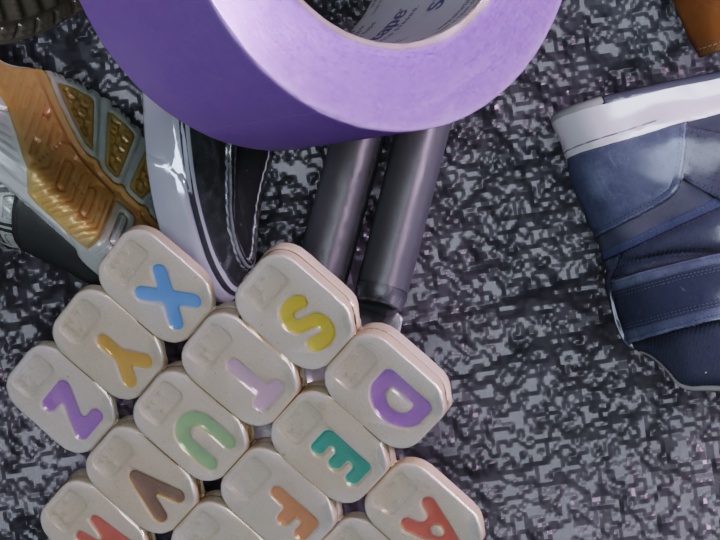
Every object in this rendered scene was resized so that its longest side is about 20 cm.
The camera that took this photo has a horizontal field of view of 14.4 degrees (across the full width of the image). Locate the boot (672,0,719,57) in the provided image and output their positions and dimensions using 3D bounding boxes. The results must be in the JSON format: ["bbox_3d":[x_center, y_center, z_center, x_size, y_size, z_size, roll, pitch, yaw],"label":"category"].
[{"bbox_3d":[0.194,-0.191,1.191,0.200,0.077,0.156,-25,94,5],"label":"boot"}]

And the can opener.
[{"bbox_3d":[0.000,0.000,1.228,0.053,0.067,0.200,14,84,9],"label":"can opener"}]

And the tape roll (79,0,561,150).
[{"bbox_3d":[-0.015,-0.150,1.124,0.200,0.085,0.200,3,86,-38],"label":"tape roll"}]

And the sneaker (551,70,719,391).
[{"bbox_3d":[0.196,-0.022,1.201,0.202,0.077,0.147,-15,84,11],"label":"sneaker"}]

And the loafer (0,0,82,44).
[{"bbox_3d":[-0.119,-0.170,1.155,0.068,0.076,0.200,20,58,33],"label":"loafer"}]

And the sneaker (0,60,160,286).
[{"bbox_3d":[-0.164,-0.047,1.215,0.200,0.076,0.088,38,129,-16],"label":"sneaker"}]

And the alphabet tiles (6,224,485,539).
[{"bbox_3d":[-0.052,0.080,1.198,0.196,0.015,0.200,41,124,-2],"label":"alphabet tiles"}]

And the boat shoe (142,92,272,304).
[{"bbox_3d":[-0.050,-0.086,1.203,0.068,0.074,0.200,-2,86,14],"label":"boat shoe"}]
